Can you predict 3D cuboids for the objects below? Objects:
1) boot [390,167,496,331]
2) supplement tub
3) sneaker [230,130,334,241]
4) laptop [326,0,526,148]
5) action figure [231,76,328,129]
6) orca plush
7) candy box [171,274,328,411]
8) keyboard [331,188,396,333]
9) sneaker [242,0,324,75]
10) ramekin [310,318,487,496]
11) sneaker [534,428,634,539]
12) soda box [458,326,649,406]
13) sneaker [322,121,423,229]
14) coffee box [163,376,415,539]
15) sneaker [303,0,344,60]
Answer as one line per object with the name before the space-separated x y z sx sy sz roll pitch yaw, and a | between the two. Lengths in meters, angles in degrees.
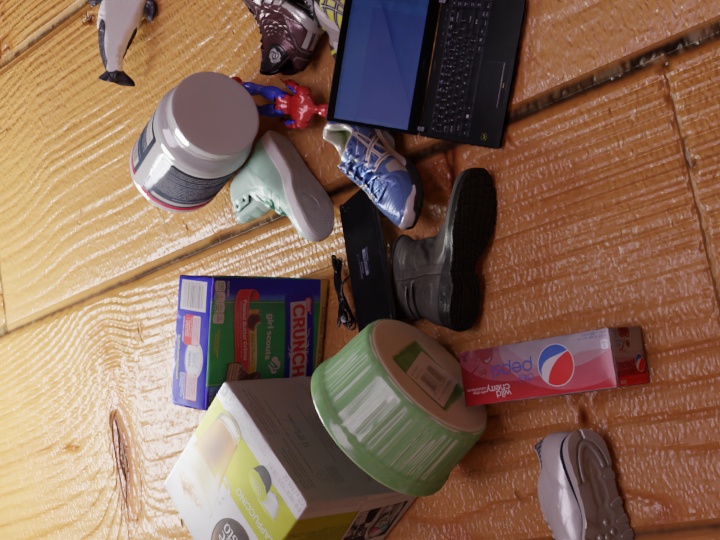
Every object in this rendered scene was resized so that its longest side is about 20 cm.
boot | 0.086 -0.030 1.359 0.131 0.068 0.200 15 98 49
supplement tub | -0.232 -0.176 1.581 0.200 0.140 0.141 -37 63 58
sneaker | -0.110 -0.083 1.537 0.118 0.074 0.201 -49 48 24
laptop | 0.076 -0.247 1.344 0.200 0.103 0.178 17 101 43
action figure | -0.110 -0.231 1.561 0.200 0.052 0.066 18 105 43
orca plush | -0.375 -0.395 1.828 0.105 0.071 0.200 -5 89 -1
candy box | -0.141 0.091 1.477 0.077 0.200 0.169 6 93 42
keyboard | 0.000 0.000 1.450 0.127 0.021 0.200 -37 54 48
sneaker | -0.134 -0.335 1.570 0.200 0.076 0.116 38 117 37
ramekin | 0.050 0.149 1.300 0.098 0.200 0.200 -48 58 22
sneaker | 0.234 0.271 1.211 0.080 0.076 0.200 -25 67 53
soda box | 0.206 0.105 1.232 0.200 0.070 0.064 -15 80 43
sneaker | 0.015 -0.119 1.392 0.200 0.077 0.076 60 141 42
coffee box | -0.088 0.271 1.421 0.200 0.200 0.198 52 123 32
sneaker | -0.015 -0.335 1.464 0.076 0.075 0.200 -36 75 29
